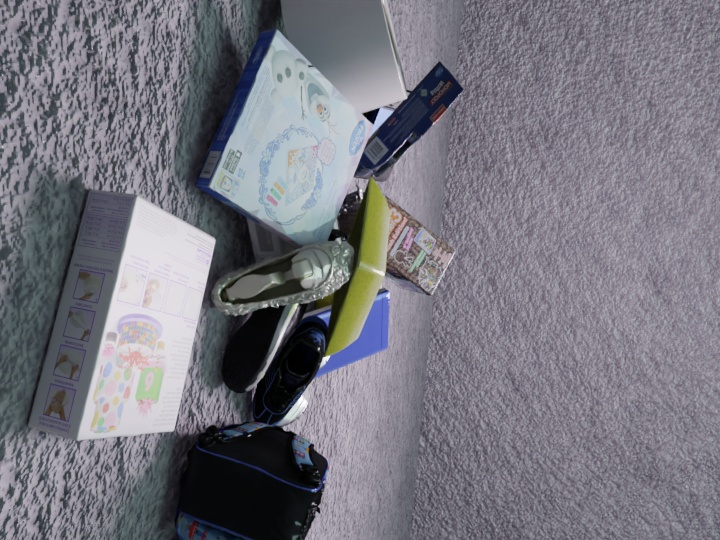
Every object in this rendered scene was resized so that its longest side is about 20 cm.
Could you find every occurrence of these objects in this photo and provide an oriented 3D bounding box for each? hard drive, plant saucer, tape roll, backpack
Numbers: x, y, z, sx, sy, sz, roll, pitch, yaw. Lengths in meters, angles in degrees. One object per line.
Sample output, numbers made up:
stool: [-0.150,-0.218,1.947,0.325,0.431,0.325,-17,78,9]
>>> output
hard drive: [-0.027,0.123,1.102,0.195,0.025,0.137,-17,119,-32]
plant saucer: [0.000,0.000,0.847,0.204,0.046,0.204,-82,-170,-47]
tape roll: [-0.019,-0.333,0.813,0.202,0.134,0.211,-14,90,-80]
backpack: [-0.133,0.284,0.749,0.200,0.176,0.140,59,49,-84]

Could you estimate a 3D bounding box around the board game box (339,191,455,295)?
board game box: [0.057,-0.053,1.085,0.099,0.197,0.159,-57,-161,-7]

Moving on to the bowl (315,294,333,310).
bowl: [-0.014,0.046,1.184,0.200,0.103,0.209,7,90,-75]

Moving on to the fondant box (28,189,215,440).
fondant box: [-0.214,0.047,0.530,0.144,0.056,0.208,42,56,-72]

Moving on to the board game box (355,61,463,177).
board game box: [0.063,-0.232,0.948,0.200,0.062,0.200,-47,-173,-1]

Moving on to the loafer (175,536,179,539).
loafer: [-0.189,0.381,0.769,0.200,0.060,0.075,54,46,-69]

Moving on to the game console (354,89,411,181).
game console: [0.044,-0.248,1.106,0.166,0.120,0.204,3,128,-34]

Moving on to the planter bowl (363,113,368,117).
planter bowl: [-0.026,-0.324,1.006,0.200,0.080,0.209,7,90,-75]

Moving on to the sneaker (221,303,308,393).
sneaker: [-0.116,0.084,0.785,0.204,0.071,0.083,-60,149,-3]

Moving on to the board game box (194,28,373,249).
board game box: [-0.088,-0.152,0.716,0.197,0.043,0.206,31,77,-44]

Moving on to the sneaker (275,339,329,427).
sneaker: [-0.119,0.172,0.957,0.088,0.072,0.204,57,39,-33]

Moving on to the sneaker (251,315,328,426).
sneaker: [-0.112,0.163,0.829,0.204,0.068,0.078,-61,-174,17]

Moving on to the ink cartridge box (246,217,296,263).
ink cartridge box: [-0.124,-0.076,0.863,0.203,0.048,0.165,-88,175,-52]

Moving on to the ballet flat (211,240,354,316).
ballet flat: [-0.096,0.012,0.705,0.072,0.193,0.074,162,-91,-87]

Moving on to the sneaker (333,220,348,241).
sneaker: [-0.056,-0.068,0.994,0.074,0.076,0.209,-117,-148,-75]

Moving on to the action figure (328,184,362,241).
action figure: [-0.054,-0.109,0.868,0.120,0.098,0.207,-63,152,-57]
